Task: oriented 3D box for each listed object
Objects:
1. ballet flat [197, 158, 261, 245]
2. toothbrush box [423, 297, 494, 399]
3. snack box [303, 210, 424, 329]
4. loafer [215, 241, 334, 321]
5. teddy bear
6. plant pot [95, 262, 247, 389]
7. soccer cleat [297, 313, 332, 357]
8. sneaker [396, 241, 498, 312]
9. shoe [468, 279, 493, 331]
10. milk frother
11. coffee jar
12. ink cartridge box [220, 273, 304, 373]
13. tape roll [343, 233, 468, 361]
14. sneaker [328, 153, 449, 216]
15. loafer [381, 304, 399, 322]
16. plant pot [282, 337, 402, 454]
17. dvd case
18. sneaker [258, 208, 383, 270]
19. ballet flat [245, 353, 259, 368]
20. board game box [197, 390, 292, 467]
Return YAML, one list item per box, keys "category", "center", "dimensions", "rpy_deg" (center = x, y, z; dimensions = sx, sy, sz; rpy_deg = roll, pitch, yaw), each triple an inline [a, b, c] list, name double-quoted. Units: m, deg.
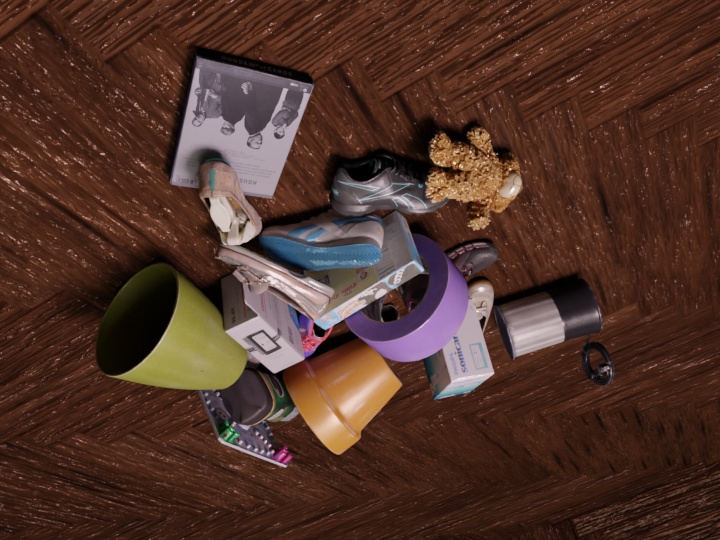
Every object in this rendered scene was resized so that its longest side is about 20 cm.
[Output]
- category: "ballet flat"
  center: [-0.187, -0.076, 0.874]
  dimensions: [0.068, 0.067, 0.200]
  rpy_deg: [-8, 154, 5]
- category: "toothbrush box"
  center: [0.176, 0.156, 1.187]
  dimensions: [0.085, 0.147, 0.200]
  rpy_deg: [-11, 159, -6]
- category: "snack box"
  center: [0.000, 0.000, 1.015]
  dimensions: [0.200, 0.116, 0.037]
  rpy_deg: [-32, 138, 19]
- category: "loafer"
  center: [-0.136, 0.019, 0.951]
  dimensions: [0.200, 0.072, 0.063]
  rpy_deg: [25, 84, -23]
- category: "teddy bear"
  center: [0.173, -0.139, 0.910]
  dimensions: [0.200, 0.146, 0.067]
  rpy_deg: [27, 159, -33]
- category: "plant pot"
  center: [-0.284, 0.116, 0.998]
  dimensions: [0.187, 0.188, 0.200]
  rpy_deg: [-32, 137, 19]
- category: "soccer cleat"
  center: [-0.091, 0.114, 1.151]
  dimensions: [0.068, 0.073, 0.200]
  rpy_deg: [4, 136, -22]
- category: "sneaker"
  center: [0.165, 0.029, 1.103]
  dimensions: [0.199, 0.116, 0.076]
  rpy_deg: [-20, 140, 5]
- category: "shoe"
  center: [0.237, 0.095, 1.252]
  dimensions: [0.070, 0.054, 0.200]
  rpy_deg: [-9, 140, -8]
- category: "milk frother"
  center: [0.396, 0.148, 1.254]
  dimensions: [0.187, 0.201, 0.181]
  rpy_deg: [-18, 144, 3]
- category: "coffee jar"
  center: [-0.191, 0.245, 1.196]
  dimensions: [0.085, 0.104, 0.200]
  rpy_deg: [-35, 161, 6]
- category: "ink cartridge box"
  center: [-0.176, 0.074, 1.044]
  dimensions: [0.068, 0.116, 0.200]
  rpy_deg: [-24, 139, 9]
- category: "tape roll"
  center: [0.072, 0.044, 1.025]
  dimensions: [0.200, 0.200, 0.085]
  rpy_deg: [-29, 139, 15]
- category: "sneaker"
  center: [0.053, -0.130, 0.916]
  dimensions: [0.199, 0.076, 0.079]
  rpy_deg: [-8, 137, -10]
- category: "loafer"
  center: [0.053, 0.112, 1.194]
  dimensions: [0.070, 0.075, 0.200]
  rpy_deg: [-31, 141, 18]
- category: "plant pot"
  center: [-0.025, 0.231, 1.233]
  dimensions: [0.183, 0.200, 0.200]
  rpy_deg: [-35, 139, 0]
- category: "dvd case"
  center: [-0.163, -0.185, 0.819]
  dimensions: [0.150, 0.025, 0.200]
  rpy_deg: [6, 137, -24]
- category: "sneaker"
  center: [-0.061, -0.052, 0.973]
  dimensions: [0.199, 0.081, 0.077]
  rpy_deg: [2, 143, 9]
- category: "ballet flat"
  center: [-0.266, 0.166, 1.162]
  dimensions: [0.072, 0.072, 0.200]
  rpy_deg: [-32, 138, 19]
- category: "board game box"
  center: [-0.234, 0.281, 1.208]
  dimensions: [0.026, 0.200, 0.200]
  rpy_deg: [-44, 136, 3]
